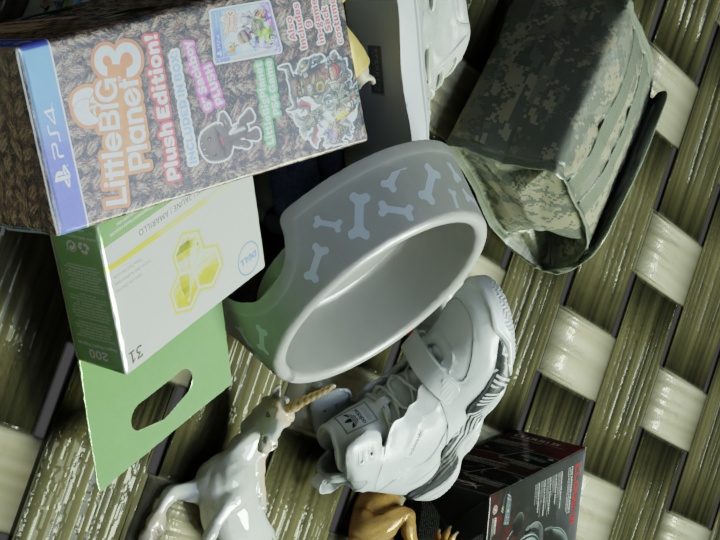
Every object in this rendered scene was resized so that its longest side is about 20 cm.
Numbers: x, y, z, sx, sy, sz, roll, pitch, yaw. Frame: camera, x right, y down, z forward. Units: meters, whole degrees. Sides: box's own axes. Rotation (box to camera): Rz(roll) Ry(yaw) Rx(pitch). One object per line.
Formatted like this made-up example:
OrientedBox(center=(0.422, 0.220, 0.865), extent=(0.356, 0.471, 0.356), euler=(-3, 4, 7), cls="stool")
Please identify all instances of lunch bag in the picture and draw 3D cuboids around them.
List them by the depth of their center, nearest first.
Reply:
OrientedBox(center=(0.167, -0.106, 1.737), extent=(0.164, 0.117, 0.200), euler=(-64, 152, -18), cls="lunch bag")

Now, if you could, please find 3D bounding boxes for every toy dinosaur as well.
OrientedBox(center=(0.011, 0.206, 1.693), extent=(0.106, 0.060, 0.200), euler=(36, 61, -25), cls="toy dinosaur")

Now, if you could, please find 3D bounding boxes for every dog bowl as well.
OrientedBox(center=(0.000, 0.000, 1.474), extent=(0.200, 0.059, 0.200), euler=(-33, 160, -14), cls="dog bowl")

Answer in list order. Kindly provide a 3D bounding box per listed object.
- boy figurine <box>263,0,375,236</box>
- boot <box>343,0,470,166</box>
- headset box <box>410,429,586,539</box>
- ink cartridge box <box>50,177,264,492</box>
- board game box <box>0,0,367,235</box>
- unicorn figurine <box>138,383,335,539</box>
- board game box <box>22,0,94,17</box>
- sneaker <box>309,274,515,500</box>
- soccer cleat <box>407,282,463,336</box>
OrientedBox(center=(-0.030, -0.125, 1.471), extent=(0.124, 0.064, 0.201), euler=(-30, 130, -45), cls="boy figurine")
OrientedBox(center=(0.042, -0.134, 1.565), extent=(0.095, 0.073, 0.201), euler=(-22, 120, -44), cls="boot")
OrientedBox(center=(0.116, 0.226, 1.823), extent=(0.200, 0.077, 0.149), euler=(-14, 113, -57), cls="headset box")
OrientedBox(center=(-0.118, 0.024, 1.349), extent=(0.145, 0.048, 0.201), euler=(-39, 131, -44), cls="ink cartridge box")
OrientedBox(center=(-0.127, -0.095, 1.181), extent=(0.200, 0.159, 0.097), euler=(-19, 105, -34), cls="board game box")
OrientedBox(center=(-0.088, 0.170, 1.508), extent=(0.137, 0.074, 0.200), euler=(-49, 156, -36), cls="unicorn figurine")
OrientedBox(center=(-0.149, -0.083, 1.330), extent=(0.200, 0.034, 0.135), euler=(37, 72, -56), cls="board game box")
OrientedBox(center=(0.035, 0.092, 1.596), extent=(0.115, 0.075, 0.200), euler=(-2, 128, -33), cls="sneaker")
OrientedBox(center=(0.064, 0.030, 1.679), extent=(0.200, 0.069, 0.078), euler=(39, 67, -53), cls="soccer cleat")
